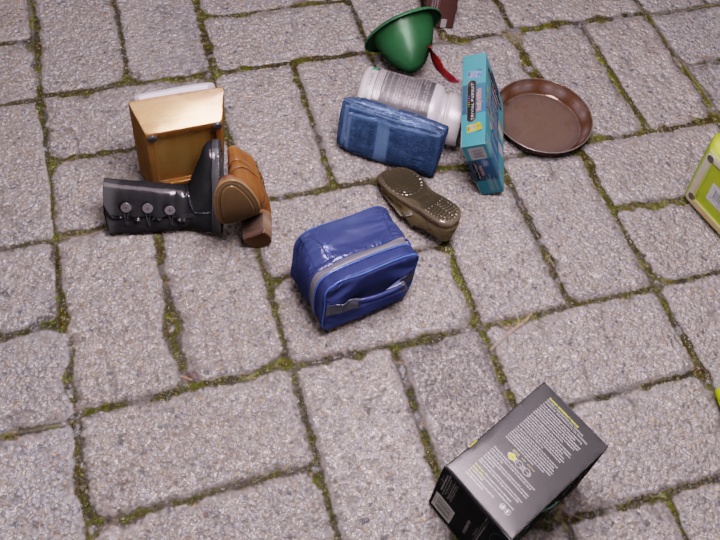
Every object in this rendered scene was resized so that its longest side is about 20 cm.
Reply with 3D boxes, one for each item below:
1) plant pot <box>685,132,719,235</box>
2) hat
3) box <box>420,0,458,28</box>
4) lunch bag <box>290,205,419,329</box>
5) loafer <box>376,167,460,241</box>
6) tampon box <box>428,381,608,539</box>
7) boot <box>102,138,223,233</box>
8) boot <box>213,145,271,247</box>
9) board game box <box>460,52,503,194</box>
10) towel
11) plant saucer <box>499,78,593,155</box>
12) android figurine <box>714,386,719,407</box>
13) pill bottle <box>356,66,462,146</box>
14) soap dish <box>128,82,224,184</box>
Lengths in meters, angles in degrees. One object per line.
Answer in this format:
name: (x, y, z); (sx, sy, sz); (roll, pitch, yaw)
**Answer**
plant pot: (0.711, -0.158, 1.500); (0.180, 0.200, 0.201); (-27, 62, -14)
hat: (0.112, -0.398, 1.649); (0.164, 0.200, 0.178); (-24, 85, 19)
box: (0.168, -0.630, 1.818); (0.074, 0.101, 0.202); (1, 55, -5)
lunch bag: (0.000, 0.000, 1.348); (0.198, 0.137, 0.133); (-21, 60, -20)
loafer: (0.097, -0.115, 1.482); (0.075, 0.068, 0.200); (-24, 46, -24)
tampon box: (0.216, 0.285, 1.167); (0.199, 0.151, 0.126); (-33, 65, -25)
boot: (-0.330, -0.141, 1.402); (0.197, 0.167, 0.066); (3, 22, -3)
boot: (-0.202, -0.146, 1.392); (0.073, 0.201, 0.157); (-13, 64, 3)
board game box: (0.223, -0.265, 1.527); (0.046, 0.151, 0.203); (-6, 60, 20)
towel: (0.055, -0.242, 1.533); (0.197, 0.113, 0.049); (18, 43, 6)
plant saucer: (0.355, -0.296, 1.649); (0.197, 0.035, 0.203); (3, 56, -4)
android figurine: (0.654, 0.222, 1.324); (0.179, 0.041, 0.202); (1, 54, -5)
pill bottle: (0.095, -0.305, 1.580); (0.197, 0.114, 0.114); (15, 55, 6)
soap dish: (-0.305, -0.224, 1.434); (0.155, 0.201, 0.082); (-13, 66, -15)
